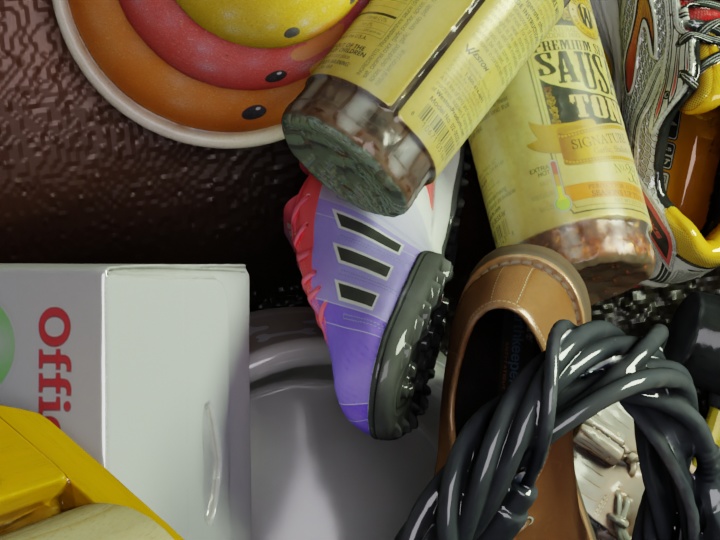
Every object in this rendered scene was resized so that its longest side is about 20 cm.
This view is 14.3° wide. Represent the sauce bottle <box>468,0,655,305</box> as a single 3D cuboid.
[{"bbox_3d":[0.068,-0.085,1.173,0.066,0.066,0.201,-11,73,-12],"label":"sauce bottle"}]

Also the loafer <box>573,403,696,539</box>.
[{"bbox_3d":[0.122,0.099,1.158,0.200,0.063,0.072,47,56,-24],"label":"loafer"}]

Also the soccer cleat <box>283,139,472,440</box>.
[{"bbox_3d":[0.000,0.000,1.128,0.073,0.200,0.068,10,122,2],"label":"soccer cleat"}]

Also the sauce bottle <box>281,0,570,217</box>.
[{"bbox_3d":[0.050,-0.111,1.117,0.065,0.065,0.200,42,71,-8],"label":"sauce bottle"}]

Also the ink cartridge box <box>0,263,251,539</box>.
[{"bbox_3d":[-0.155,0.070,1.068,0.199,0.146,0.148,-1,89,18],"label":"ink cartridge box"}]

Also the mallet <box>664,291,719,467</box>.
[{"bbox_3d":[0.129,0.105,1.223,0.066,0.041,0.201,27,88,-11],"label":"mallet"}]

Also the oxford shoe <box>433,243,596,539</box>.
[{"bbox_3d":[0.053,0.096,1.089,0.071,0.071,0.201,0,104,13],"label":"oxford shoe"}]

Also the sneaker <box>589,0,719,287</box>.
[{"bbox_3d":[0.141,-0.092,1.196,0.078,0.082,0.201,3,90,-33],"label":"sneaker"}]

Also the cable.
[{"bbox_3d":[0.067,0.107,1.040,0.163,0.051,0.201,-26,128,-23],"label":"cable"}]

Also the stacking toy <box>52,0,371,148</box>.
[{"bbox_3d":[-0.041,-0.126,1.104,0.145,0.200,0.147,0,88,-11],"label":"stacking toy"}]

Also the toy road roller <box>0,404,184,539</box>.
[{"bbox_3d":[-0.163,0.110,0.934,0.200,0.123,0.146,36,113,20],"label":"toy road roller"}]

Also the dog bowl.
[{"bbox_3d":[-0.017,0.115,1.176,0.199,0.059,0.201,0,89,-13],"label":"dog bowl"}]
